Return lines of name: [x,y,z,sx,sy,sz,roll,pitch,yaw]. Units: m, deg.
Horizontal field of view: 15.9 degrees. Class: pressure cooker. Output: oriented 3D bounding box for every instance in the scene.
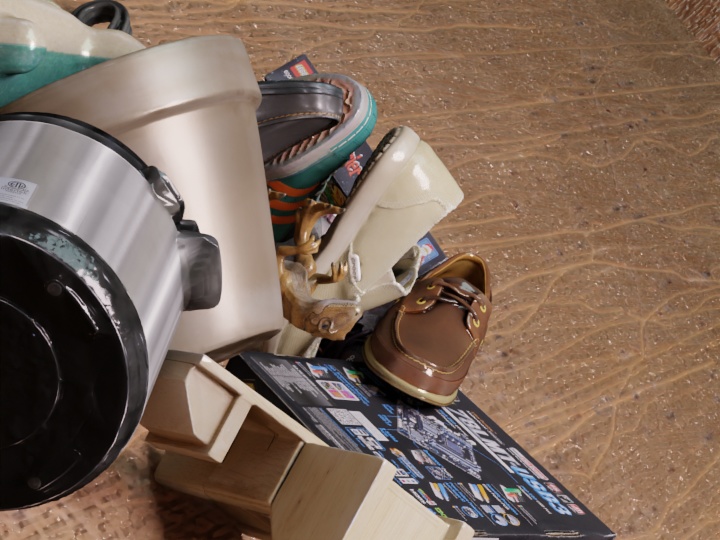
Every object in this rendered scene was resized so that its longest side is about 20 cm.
pressure cooker: [-0.178,0.012,1.358,0.176,0.179,0.200,41,22,-12]

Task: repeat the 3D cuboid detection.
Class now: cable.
cable: [-0.177,-0.130,1.820,0.200,0.097,0.050,45,-25,56]

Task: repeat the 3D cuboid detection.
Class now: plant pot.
plant pot: [-0.131,-0.023,1.546,0.200,0.200,0.174,-11,79,-67]

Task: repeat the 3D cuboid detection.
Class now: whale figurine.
whale figurine: [-0.228,-0.117,1.543,0.200,0.104,0.159,6,0,-32]

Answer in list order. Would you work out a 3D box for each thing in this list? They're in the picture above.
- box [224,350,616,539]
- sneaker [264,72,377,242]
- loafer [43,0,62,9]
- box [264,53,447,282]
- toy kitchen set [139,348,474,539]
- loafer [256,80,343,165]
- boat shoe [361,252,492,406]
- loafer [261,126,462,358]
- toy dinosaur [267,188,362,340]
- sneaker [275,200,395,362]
box: [0.033,0.128,1.651,0.198,0.050,0.200,8,27,-47]
sneaker: [-0.052,-0.068,1.738,0.080,0.200,0.072,28,50,-38]
loafer: [-0.210,-0.131,1.701,0.068,0.076,0.200,36,22,-22]
box: [-0.003,-0.051,1.946,0.200,0.038,0.137,56,-11,20]
toy kitchen set: [-0.086,0.161,1.432,0.163,0.181,0.200,40,-18,-31]
loafer: [-0.091,-0.071,1.668,0.073,0.200,0.073,12,65,-50]
boat shoe: [0.051,0.035,1.746,0.072,0.068,0.200,28,18,2]
loafer: [0.000,0.000,1.694,0.068,0.200,0.076,32,31,0]
toy dinosaur: [-0.060,0.003,1.618,0.060,0.107,0.200,16,-4,-24]
sneaker: [-0.015,0.034,1.811,0.200,0.076,0.116,42,24,-19]
